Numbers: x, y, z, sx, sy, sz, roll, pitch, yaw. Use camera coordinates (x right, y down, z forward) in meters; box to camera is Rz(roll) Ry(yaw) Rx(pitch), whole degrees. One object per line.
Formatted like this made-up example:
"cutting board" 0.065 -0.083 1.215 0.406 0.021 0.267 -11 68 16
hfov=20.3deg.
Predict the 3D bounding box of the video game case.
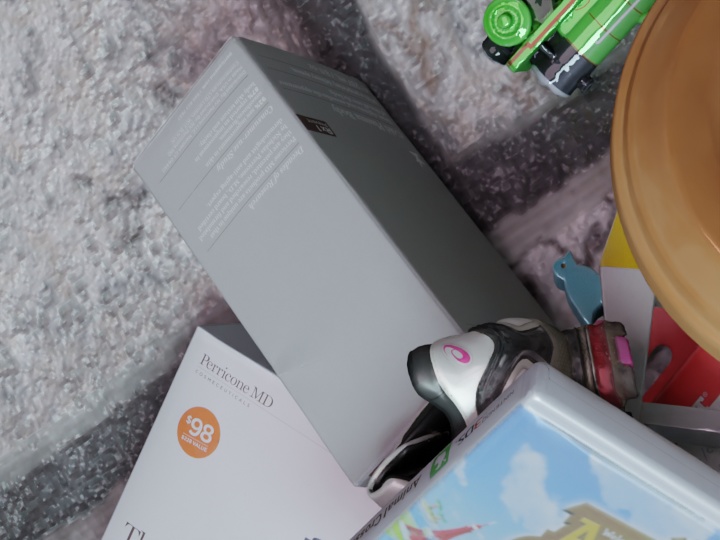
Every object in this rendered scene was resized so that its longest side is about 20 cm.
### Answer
"video game case" 0.092 0.139 0.756 0.199 0.022 0.182 32 128 -14

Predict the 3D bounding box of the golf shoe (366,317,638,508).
"golf shoe" 0.045 0.089 0.793 0.091 0.073 0.201 3 135 -8

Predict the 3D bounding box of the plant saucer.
"plant saucer" 0.186 -0.050 0.703 0.199 0.037 0.202 -3 74 11

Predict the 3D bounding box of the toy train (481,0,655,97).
"toy train" 0.131 -0.155 0.865 0.056 0.042 0.200 45 109 8

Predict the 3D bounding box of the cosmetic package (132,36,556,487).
"cosmetic package" 0.000 0.000 0.876 0.090 0.107 0.200 -50 60 17

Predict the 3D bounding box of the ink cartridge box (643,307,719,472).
"ink cartridge box" 0.165 0.101 0.832 0.200 0.067 0.116 43 108 20

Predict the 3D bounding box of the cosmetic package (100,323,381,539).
"cosmetic package" -0.020 0.138 0.937 0.199 0.052 0.152 30 101 23

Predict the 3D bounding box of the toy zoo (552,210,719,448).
"toy zoo" 0.175 0.009 0.796 0.199 0.020 0.132 6 70 10
